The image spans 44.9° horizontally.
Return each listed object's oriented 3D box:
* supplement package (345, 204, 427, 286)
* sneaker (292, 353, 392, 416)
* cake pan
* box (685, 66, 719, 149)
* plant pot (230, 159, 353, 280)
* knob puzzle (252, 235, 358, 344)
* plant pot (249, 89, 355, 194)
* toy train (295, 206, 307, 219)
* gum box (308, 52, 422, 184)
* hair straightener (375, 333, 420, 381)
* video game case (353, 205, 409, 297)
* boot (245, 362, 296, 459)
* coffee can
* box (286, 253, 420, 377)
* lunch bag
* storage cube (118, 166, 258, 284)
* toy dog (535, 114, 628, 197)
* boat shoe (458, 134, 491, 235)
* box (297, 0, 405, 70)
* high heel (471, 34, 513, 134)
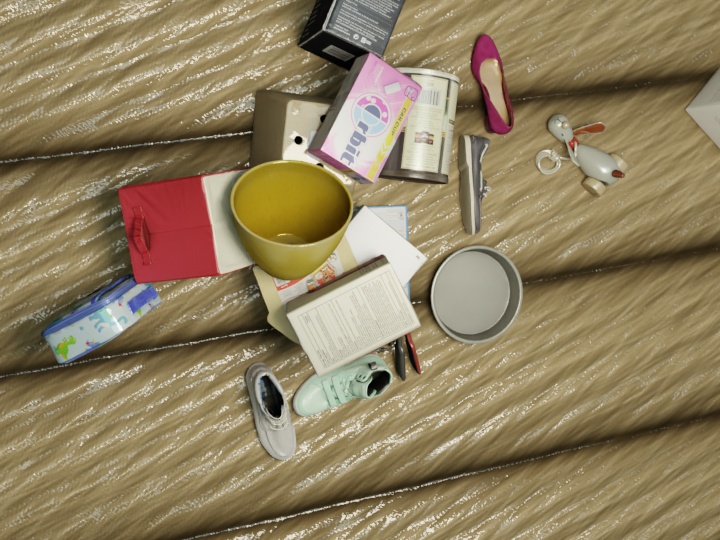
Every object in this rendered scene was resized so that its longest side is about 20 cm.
[{"bbox_3d":[0.000,0.000,1.647,0.156,0.111,0.200,40,92,-6],"label":"supplement package"},{"bbox_3d":[-0.033,0.227,1.677,0.200,0.118,0.074,-28,103,-10],"label":"sneaker"},{"bbox_3d":[0.232,0.048,1.775,0.200,0.037,0.201,-1,95,-15],"label":"cake pan"},{"bbox_3d":[0.849,-0.349,1.839,0.199,0.171,0.200,42,83,-15],"label":"box"},{"bbox_3d":[-0.119,-0.066,1.463,0.200,0.200,0.142,-5,140,-15],"label":"plant pot"},{"bbox_3d":[-0.076,0.052,1.575,0.219,0.030,0.220,-1,100,-5],"label":"knob puzzle"},{"bbox_3d":[-0.089,-0.229,1.593,0.199,0.177,0.201,5,93,-15],"label":"plant pot"},{"bbox_3d":[-0.130,-0.084,1.599,0.200,0.085,0.114,-11,125,28],"label":"toy train"},{"bbox_3d":[0.011,-0.263,1.492,0.113,0.066,0.200,29,83,-22],"label":"gum box"},{"bbox_3d":[0.068,0.143,1.693,0.077,0.041,0.200,-23,133,-11],"label":"hair straightener"},{"bbox_3d":[0.026,-0.026,1.724,0.143,0.018,0.201,-3,95,-15],"label":"video game case"},{"bbox_3d":[-0.167,0.277,1.656,0.073,0.096,0.200,-22,100,-12],"label":"boot"},{"bbox_3d":[0.106,-0.271,1.658,0.146,0.146,0.201,6,93,-15],"label":"coffee can"},{"bbox_3d":[-0.015,0.076,1.514,0.200,0.109,0.128,-26,101,0],"label":"box"},{"bbox_3d":[-0.440,0.076,1.503,0.161,0.200,0.083,-25,100,13],"label":"lunch bag"},{"bbox_3d":[-0.282,-0.079,1.516,0.179,0.200,0.171,-5,98,26],"label":"storage cube"},{"bbox_3d":[0.471,-0.235,1.785,0.200,0.096,0.132,21,89,-16],"label":"toy dog"},{"bbox_3d":[0.235,-0.171,1.741,0.063,0.073,0.201,-4,91,-12],"label":"boat shoe"},{"bbox_3d":[-0.005,-0.486,1.582,0.124,0.200,0.197,21,90,-17],"label":"box"},{"bbox_3d":[0.271,-0.369,1.720,0.067,0.096,0.200,-13,98,-14],"label":"high heel"}]
